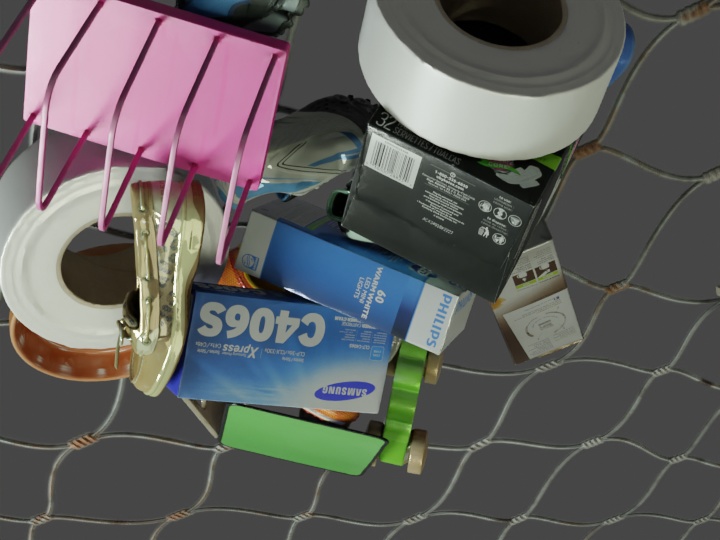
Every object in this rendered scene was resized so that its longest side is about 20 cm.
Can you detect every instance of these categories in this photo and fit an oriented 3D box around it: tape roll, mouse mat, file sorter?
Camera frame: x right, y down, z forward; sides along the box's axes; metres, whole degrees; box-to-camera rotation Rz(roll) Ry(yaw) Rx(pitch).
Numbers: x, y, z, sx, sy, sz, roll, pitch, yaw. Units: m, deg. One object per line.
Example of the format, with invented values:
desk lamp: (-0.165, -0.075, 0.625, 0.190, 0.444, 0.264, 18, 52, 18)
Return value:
tape roll: (-0.216, -0.030, 1.264, 0.200, 0.071, 0.204, -13, 134, -13)
tape roll: (0.100, -0.182, 1.127, 0.200, 0.204, 0.071, -6, 143, -16)
mouse mat: (-0.061, 0.169, 1.453, 0.159, 0.008, 0.200, 14, 160, -4)
file sorter: (-0.172, -0.108, 1.095, 0.197, 0.126, 0.140, 17, 133, 0)

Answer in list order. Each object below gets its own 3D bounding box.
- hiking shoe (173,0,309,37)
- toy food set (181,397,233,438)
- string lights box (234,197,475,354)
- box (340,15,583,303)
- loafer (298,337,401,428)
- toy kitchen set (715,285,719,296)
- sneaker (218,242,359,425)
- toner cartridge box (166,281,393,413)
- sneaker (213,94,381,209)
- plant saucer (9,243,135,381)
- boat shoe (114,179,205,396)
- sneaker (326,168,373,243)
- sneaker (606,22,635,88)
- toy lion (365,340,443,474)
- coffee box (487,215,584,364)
hiking shoe: (-0.118, -0.195, 1.145, 0.086, 0.075, 0.200, 36, 124, -20)
toy food set: (-0.082, 0.092, 1.469, 0.198, 0.061, 0.144, -24, 145, 3)
string lights box: (0.000, 0.000, 1.300, 0.103, 0.198, 0.060, -31, 142, -70)
box: (0.096, -0.107, 1.192, 0.147, 0.201, 0.125, 27, 140, 8)
loafer: (-0.006, 0.079, 1.428, 0.071, 0.063, 0.201, 28, 123, 2)
toy kitchen set: (0.513, 0.019, 1.628, 0.178, 0.200, 0.166, -11, 103, -10)
sneaker: (-0.063, 0.061, 1.368, 0.077, 0.073, 0.201, -38, 99, 16)
toner cartridge box: (-0.069, 0.069, 1.300, 0.198, 0.043, 0.096, 7, 100, -28)
sneaker: (-0.040, -0.101, 1.260, 0.198, 0.072, 0.073, -15, 136, -33)
plant saucer: (-0.241, 0.038, 1.425, 0.197, 0.033, 0.201, -12, 144, -9)
boat shoe: (-0.175, 0.013, 1.217, 0.062, 0.073, 0.202, 4, 118, -20)
sneaker: (0.029, -0.067, 1.317, 0.116, 0.201, 0.075, 10, 100, -4)
sneaker: (0.159, -0.153, 1.313, 0.077, 0.071, 0.201, 12, 129, -30)
toy lion: (0.051, 0.097, 1.498, 0.068, 0.201, 0.193, 11, 135, 3)
coffee box: (0.155, -0.008, 1.463, 0.079, 0.115, 0.201, -21, 144, 5)
